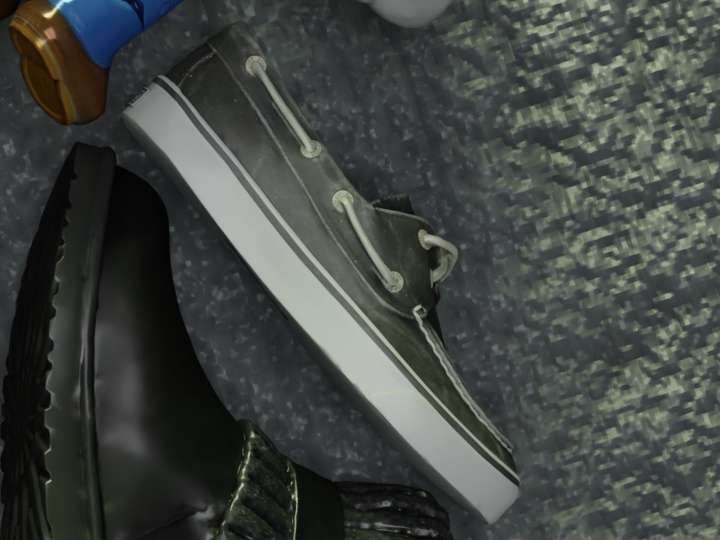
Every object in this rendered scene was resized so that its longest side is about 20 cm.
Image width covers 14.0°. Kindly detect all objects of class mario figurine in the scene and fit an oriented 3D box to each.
[{"bbox_3d":[-0.043,-0.125,1.046,0.200,0.106,0.124,-32,104,-15],"label":"mario figurine"}]

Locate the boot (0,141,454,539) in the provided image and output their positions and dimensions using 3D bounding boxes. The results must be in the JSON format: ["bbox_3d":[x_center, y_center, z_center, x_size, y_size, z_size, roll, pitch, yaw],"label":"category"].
[{"bbox_3d":[-0.044,0.064,1.035,0.157,0.079,0.212,7,69,-20],"label":"boot"}]

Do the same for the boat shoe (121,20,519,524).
[{"bbox_3d":[0.000,0.000,1.049,0.064,0.071,0.200,-39,91,-5],"label":"boat shoe"}]
